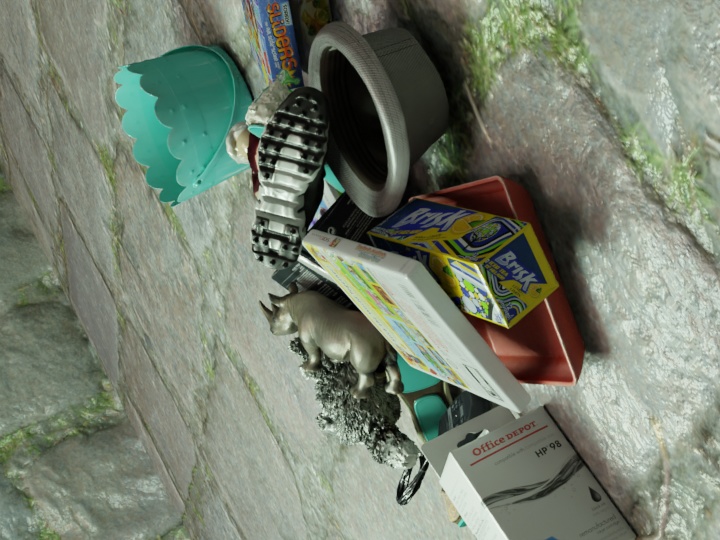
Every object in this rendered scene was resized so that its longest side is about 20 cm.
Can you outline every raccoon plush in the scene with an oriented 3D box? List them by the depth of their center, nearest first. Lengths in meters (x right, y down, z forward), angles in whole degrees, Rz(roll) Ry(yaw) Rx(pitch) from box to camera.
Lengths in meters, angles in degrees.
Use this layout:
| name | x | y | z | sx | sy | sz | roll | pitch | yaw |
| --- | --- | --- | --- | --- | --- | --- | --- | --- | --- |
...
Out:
| name | x | y | z | sx | sy | sz | roll | pitch | yaw |
| --- | --- | --- | --- | --- | --- | --- | --- | --- | --- |
| raccoon plush | 0.002 | 0.131 | 1.447 | 0.200 | 0.097 | 0.134 | 15 | 136 | 52 |

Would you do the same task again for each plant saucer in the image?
| name | x | y | z | sx | sy | sz | roll | pitch | yaw |
| --- | --- | --- | --- | --- | --- | --- | --- | --- | --- |
| plant saucer | 0.133 | 0.009 | 1.191 | 0.200 | 0.037 | 0.200 | -8 | 104 | 68 |

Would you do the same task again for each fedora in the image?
| name | x | y | z | sx | sy | sz | roll | pitch | yaw |
| --- | --- | --- | --- | --- | --- | --- | --- | --- | --- |
| fedora | 0.025 | -0.157 | 1.205 | 0.177 | 0.090 | 0.200 | 52 | 158 | 34 |

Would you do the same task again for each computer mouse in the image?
| name | x | y | z | sx | sy | sz | roll | pitch | yaw |
| --- | --- | --- | --- | --- | --- | --- | --- | --- | --- |
| computer mouse | 0.094 | 0.201 | 1.396 | 0.059 | 0.034 | 0.200 | -92 | 26 | -43 |

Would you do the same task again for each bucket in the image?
| name | x | y | z | sx | sy | sz | roll | pitch | yaw |
| --- | --- | --- | --- | --- | --- | --- | --- | --- | --- |
| bucket | -0.232 | -0.203 | 1.697 | 0.207 | 0.135 | 0.207 | 49 | 153 | 36 |

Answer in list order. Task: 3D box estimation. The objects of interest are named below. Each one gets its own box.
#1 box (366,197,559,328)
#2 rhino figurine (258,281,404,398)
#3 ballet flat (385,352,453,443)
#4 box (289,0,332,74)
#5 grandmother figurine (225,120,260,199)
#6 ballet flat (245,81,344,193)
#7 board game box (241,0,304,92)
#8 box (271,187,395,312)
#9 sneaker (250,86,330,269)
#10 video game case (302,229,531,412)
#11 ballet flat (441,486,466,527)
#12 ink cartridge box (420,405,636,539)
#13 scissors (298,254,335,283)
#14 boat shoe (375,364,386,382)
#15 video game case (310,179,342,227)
| name | x | y | z | sx | sy | sz | roll | pitch | yaw |
| --- | --- | --- | --- | --- | --- | --- | --- | --- | --- |
| box | 0.087 | -0.012 | 1.129 | 0.200 | 0.064 | 0.070 | 19 | 141 | 61 |
| rhino figurine | -0.038 | 0.066 | 1.357 | 0.200 | 0.060 | 0.088 | 23 | 128 | 36 |
| ballet flat | 0.067 | 0.120 | 1.407 | 0.069 | 0.069 | 0.200 | 43 | 156 | 46 |
| box | -0.061 | -0.307 | 1.326 | 0.041 | 0.039 | 0.200 | 37 | 144 | 52 |
| grandmother figurine | -0.104 | -0.132 | 1.464 | 0.200 | 0.060 | 0.121 | 38 | 116 | 57 |
| ballet flat | -0.033 | -0.137 | 1.329 | 0.200 | 0.072 | 0.072 | 31 | -178 | -36 |
| board game box | -0.103 | -0.276 | 1.382 | 0.200 | 0.034 | 0.136 | -115 | 13 | -60 |
| box | 0.000 | 0.000 | 1.366 | 0.141 | 0.079 | 0.200 | 40 | 158 | -5 |
| sneaker | -0.067 | -0.104 | 1.264 | 0.091 | 0.066 | 0.200 | -69 | -7 | -56 |
| video game case | 0.052 | 0.046 | 1.189 | 0.200 | 0.023 | 0.182 | 49 | 163 | -31 |
| ballet flat | 0.129 | 0.234 | 1.387 | 0.200 | 0.068 | 0.067 | 122 | 129 | -62 |
| ink cartridge box | 0.158 | 0.215 | 1.227 | 0.200 | 0.116 | 0.067 | 55 | 156 | 26 |
| scissors | -0.006 | 0.024 | 1.303 | 0.200 | 0.014 | 0.073 | 22 | 156 | 27 |
| boat shoe | 0.001 | 0.118 | 1.559 | 0.075 | 0.075 | 0.203 | 34 | 142 | 44 |
| video game case | -0.055 | -0.092 | 1.519 | 0.182 | 0.045 | 0.200 | 63 | 158 | 13 |
